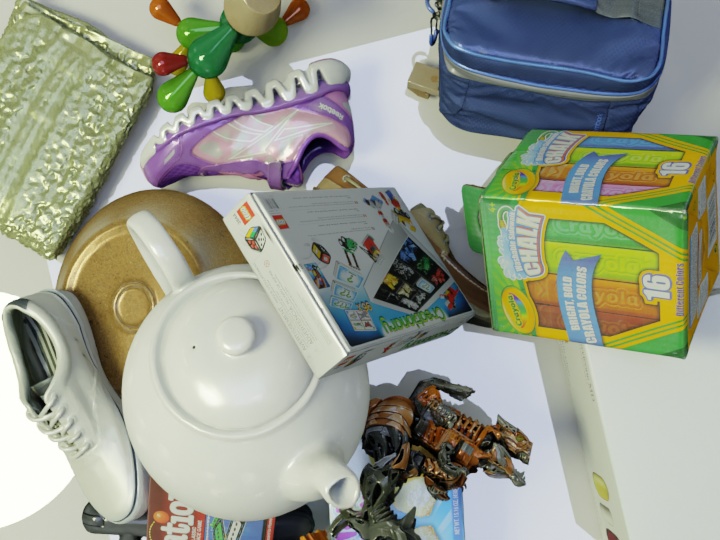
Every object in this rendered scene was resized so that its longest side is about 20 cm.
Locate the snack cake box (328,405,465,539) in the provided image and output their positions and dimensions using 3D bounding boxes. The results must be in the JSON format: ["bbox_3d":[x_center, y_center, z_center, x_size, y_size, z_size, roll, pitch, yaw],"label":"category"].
[{"bbox_3d":[0.029,0.219,0.842,0.113,0.067,0.204,-3,86,-2],"label":"snack cake box"}]

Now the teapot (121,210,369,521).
[{"bbox_3d":[-0.085,0.069,0.705,0.197,0.147,0.200,7,63,4],"label":"teapot"}]

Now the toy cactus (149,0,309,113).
[{"bbox_3d":[-0.098,-0.218,0.818,0.199,0.165,0.103,-40,102,-11],"label":"toy cactus"}]

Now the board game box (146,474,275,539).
[{"bbox_3d":[-0.123,0.229,0.808,0.101,0.020,0.203,8,119,-3],"label":"board game box"}]

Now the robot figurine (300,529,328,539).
[{"bbox_3d":[-0.073,0.305,0.775,0.200,0.058,0.145,-48,65,15],"label":"robot figurine"}]

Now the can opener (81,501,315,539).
[{"bbox_3d":[-0.136,0.206,0.841,0.197,0.063,0.080,8,100,-1],"label":"can opener"}]

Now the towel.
[{"bbox_3d":[-0.278,-0.125,0.874,0.147,0.036,0.202,27,86,0],"label":"towel"}]

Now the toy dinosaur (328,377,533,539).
[{"bbox_3d":[0.030,0.148,0.782,0.197,0.102,0.138,2,69,28],"label":"toy dinosaur"}]

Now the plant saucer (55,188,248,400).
[{"bbox_3d":[-0.182,0.030,0.836,0.197,0.035,0.204,-1,86,18],"label":"plant saucer"}]

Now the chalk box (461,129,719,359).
[{"bbox_3d":[0.167,-0.028,0.778,0.197,0.124,0.126,5,124,29],"label":"chalk box"}]

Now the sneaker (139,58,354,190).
[{"bbox_3d":[-0.089,-0.105,0.853,0.197,0.080,0.090,-21,87,-3],"label":"sneaker"}]

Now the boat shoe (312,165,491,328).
[{"bbox_3d":[0.042,-0.023,0.854,0.198,0.076,0.075,30,84,0],"label":"boat shoe"}]

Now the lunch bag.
[{"bbox_3d":[0.148,-0.195,0.814,0.197,0.133,0.138,10,66,5],"label":"lunch bag"}]

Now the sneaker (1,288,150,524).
[{"bbox_3d":[-0.234,0.112,0.795,0.073,0.071,0.202,-31,81,23],"label":"sneaker"}]

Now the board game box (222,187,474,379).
[{"bbox_3d":[0.000,0.000,0.724,0.035,0.199,0.127,-39,75,27],"label":"board game box"}]

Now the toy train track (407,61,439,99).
[{"bbox_3d":[0.137,-0.137,0.879,0.197,0.033,0.116,20,68,9],"label":"toy train track"}]

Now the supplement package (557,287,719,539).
[{"bbox_3d":[0.266,0.127,0.829,0.153,0.111,0.203,-13,86,-2],"label":"supplement package"}]
